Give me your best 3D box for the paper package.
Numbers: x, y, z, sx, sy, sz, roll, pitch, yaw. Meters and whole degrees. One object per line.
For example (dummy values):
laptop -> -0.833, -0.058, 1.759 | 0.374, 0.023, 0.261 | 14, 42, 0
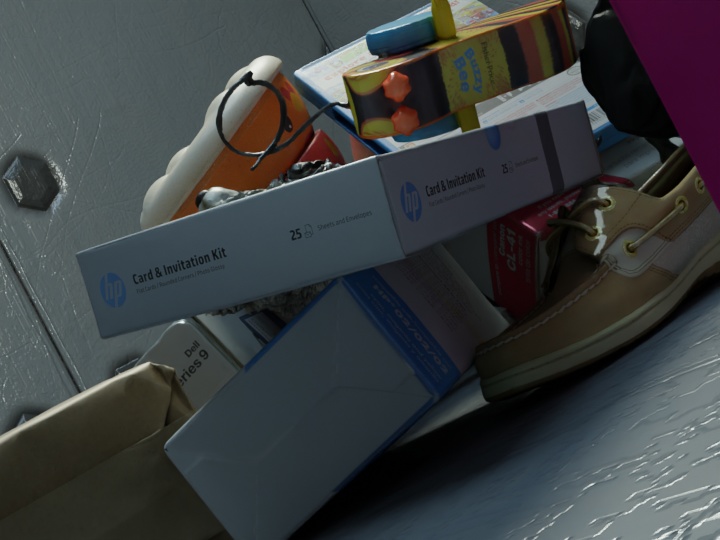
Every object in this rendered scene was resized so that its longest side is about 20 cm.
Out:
paper package -> -0.186, 0.148, 0.640 | 0.199, 0.104, 0.190 | -29, -1, 44

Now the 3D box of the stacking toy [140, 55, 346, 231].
stacking toy -> -0.034, -0.031, 0.900 | 0.147, 0.199, 0.146 | -51, 10, 12

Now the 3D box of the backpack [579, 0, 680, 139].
backpack -> 0.229, -0.136, 0.696 | 0.197, 0.128, 0.168 | -6, -33, -14

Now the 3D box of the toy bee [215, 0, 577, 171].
toy bee -> 0.035, -0.092, 0.716 | 0.199, 0.131, 0.109 | -39, 17, -3

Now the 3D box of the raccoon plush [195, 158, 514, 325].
raccoon plush -> 0.000, 0.000, 0.766 | 0.197, 0.098, 0.134 | 15, 13, 3

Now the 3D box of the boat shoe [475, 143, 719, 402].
boat shoe -> 0.119, -0.008, 0.626 | 0.199, 0.067, 0.074 | -32, 2, -32

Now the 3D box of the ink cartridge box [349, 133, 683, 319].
ink cartridge box -> 0.104, -0.067, 0.879 | 0.147, 0.200, 0.086 | -31, -44, -22

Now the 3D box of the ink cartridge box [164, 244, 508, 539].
ink cartridge box -> 0.001, 0.048, 0.644 | 0.115, 0.068, 0.200 | -43, -5, 18

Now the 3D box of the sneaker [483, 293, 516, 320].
sneaker -> 0.127, -0.006, 0.948 | 0.198, 0.075, 0.087 | -23, -21, -20

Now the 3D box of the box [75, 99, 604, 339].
box -> -0.001, -0.026, 0.588 | 0.154, 0.042, 0.199 | -15, 5, 34

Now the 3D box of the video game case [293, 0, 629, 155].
video game case -> 0.065, -0.111, 0.858 | 0.142, 0.018, 0.200 | -29, 43, -18

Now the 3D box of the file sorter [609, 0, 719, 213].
file sorter -> 0.185, -0.089, 0.436 | 0.124, 0.140, 0.200 | -27, -1, -6

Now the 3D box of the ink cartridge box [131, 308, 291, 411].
ink cartridge box -> -0.099, 0.092, 0.853 | 0.146, 0.087, 0.200 | -48, -6, 10

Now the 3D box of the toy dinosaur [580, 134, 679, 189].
toy dinosaur -> 0.164, -0.043, 0.761 | 0.199, 0.089, 0.047 | -29, 2, -30
